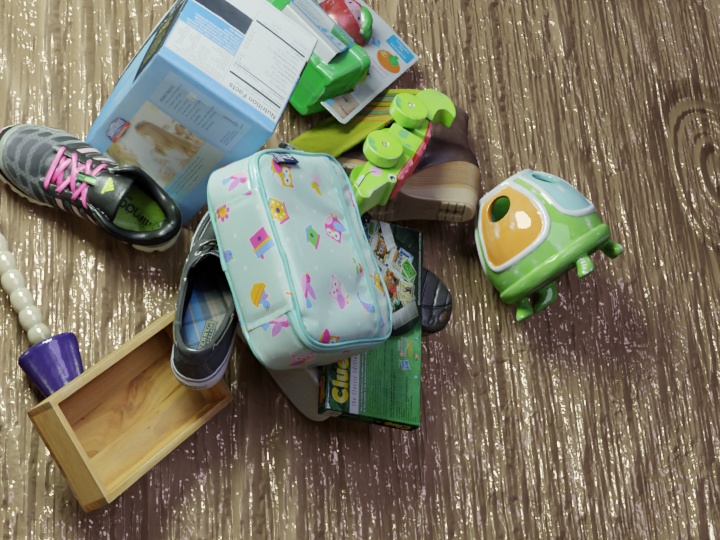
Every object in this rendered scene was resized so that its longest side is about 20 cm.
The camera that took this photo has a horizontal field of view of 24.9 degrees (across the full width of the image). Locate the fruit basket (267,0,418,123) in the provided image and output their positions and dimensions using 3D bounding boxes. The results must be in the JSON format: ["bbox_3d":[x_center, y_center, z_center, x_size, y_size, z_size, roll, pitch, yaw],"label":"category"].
[{"bbox_3d":[-0.037,-0.260,1.741,0.185,0.094,0.200,45,44,0],"label":"fruit basket"}]

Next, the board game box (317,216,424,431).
[{"bbox_3d":[0.011,0.048,1.568,0.104,0.023,0.202,15,65,-27],"label":"board game box"}]

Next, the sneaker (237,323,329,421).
[{"bbox_3d":[-0.064,0.040,1.583,0.099,0.071,0.201,-35,91,-44],"label":"sneaker"}]

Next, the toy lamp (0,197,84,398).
[{"bbox_3d":[-0.301,0.022,1.441,0.058,0.058,0.201,-22,79,-39],"label":"toy lamp"}]

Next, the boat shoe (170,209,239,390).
[{"bbox_3d":[-0.134,0.008,1.476,0.069,0.067,0.202,12,56,4],"label":"boat shoe"}]

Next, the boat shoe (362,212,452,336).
[{"bbox_3d":[0.000,0.000,1.640,0.200,0.074,0.076,42,62,-8],"label":"boat shoe"}]

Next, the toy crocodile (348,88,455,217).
[{"bbox_3d":[0.037,-0.117,1.631,0.061,0.068,0.200,30,42,3],"label":"toy crocodile"}]

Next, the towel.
[{"bbox_3d":[-0.021,-0.146,1.698,0.200,0.085,0.018,-36,118,-40],"label":"towel"}]

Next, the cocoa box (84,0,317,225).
[{"bbox_3d":[-0.156,-0.163,1.541,0.133,0.200,0.132,33,52,-15],"label":"cocoa box"}]

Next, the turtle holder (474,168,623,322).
[{"bbox_3d":[0.201,-0.043,1.749,0.185,0.141,0.132,-30,82,-38],"label":"turtle holder"}]

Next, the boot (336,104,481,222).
[{"bbox_3d":[0.032,-0.127,1.746,0.198,0.073,0.167,11,42,-14],"label":"boot"}]

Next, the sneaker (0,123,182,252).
[{"bbox_3d":[-0.245,-0.079,1.500,0.199,0.087,0.074,30,79,-19],"label":"sneaker"}]

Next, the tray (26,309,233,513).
[{"bbox_3d":[-0.198,0.119,1.431,0.099,0.037,0.200,60,35,-7],"label":"tray"}]

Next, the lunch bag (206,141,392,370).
[{"bbox_3d":[-0.051,-0.016,1.478,0.160,0.077,0.202,-2,73,-53],"label":"lunch bag"}]
